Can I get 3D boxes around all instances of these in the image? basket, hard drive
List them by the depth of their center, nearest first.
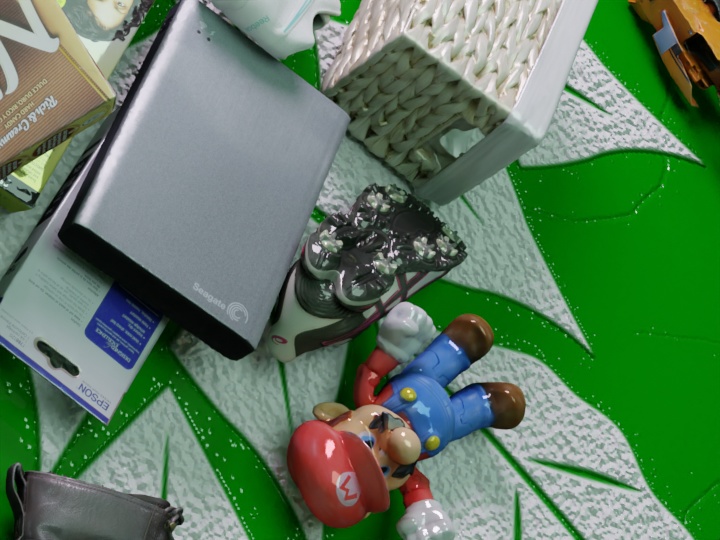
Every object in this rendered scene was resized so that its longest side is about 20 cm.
[{"bbox_3d":[-0.095,-0.059,1.410,0.139,0.033,0.201,36,51,-19],"label":"hard drive"},{"bbox_3d":[0.073,-0.170,1.554,0.123,0.135,0.201,34,56,-17],"label":"basket"}]

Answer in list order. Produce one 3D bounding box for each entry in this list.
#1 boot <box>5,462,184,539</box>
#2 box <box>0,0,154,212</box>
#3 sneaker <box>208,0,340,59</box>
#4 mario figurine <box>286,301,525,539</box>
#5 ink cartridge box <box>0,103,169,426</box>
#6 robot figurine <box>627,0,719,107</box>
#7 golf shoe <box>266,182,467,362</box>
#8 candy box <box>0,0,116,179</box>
[{"bbox_3d":[-0.133,0.214,1.303,0.199,0.069,0.175,27,59,-22],"label":"boot"},{"bbox_3d":[-0.187,-0.139,1.374,0.075,0.050,0.201,32,77,-20],"label":"box"},{"bbox_3d":[-0.047,-0.203,1.509,0.080,0.070,0.200,52,32,-16],"label":"sneaker"},{"bbox_3d":[0.039,0.101,1.439,0.123,0.106,0.200,36,41,19],"label":"mario figurine"},{"bbox_3d":[-0.157,-0.003,1.389,0.099,0.039,0.200,41,53,-16],"label":"ink cartridge box"},{"bbox_3d":[0.302,-0.157,1.758,0.145,0.058,0.200,-36,93,-38],"label":"robot figurine"},{"bbox_3d":[0.000,0.000,1.482,0.077,0.088,0.200,45,27,12],"label":"golf shoe"},{"bbox_3d":[-0.254,-0.094,1.292,0.200,0.056,0.117,-31,90,-10],"label":"candy box"}]
